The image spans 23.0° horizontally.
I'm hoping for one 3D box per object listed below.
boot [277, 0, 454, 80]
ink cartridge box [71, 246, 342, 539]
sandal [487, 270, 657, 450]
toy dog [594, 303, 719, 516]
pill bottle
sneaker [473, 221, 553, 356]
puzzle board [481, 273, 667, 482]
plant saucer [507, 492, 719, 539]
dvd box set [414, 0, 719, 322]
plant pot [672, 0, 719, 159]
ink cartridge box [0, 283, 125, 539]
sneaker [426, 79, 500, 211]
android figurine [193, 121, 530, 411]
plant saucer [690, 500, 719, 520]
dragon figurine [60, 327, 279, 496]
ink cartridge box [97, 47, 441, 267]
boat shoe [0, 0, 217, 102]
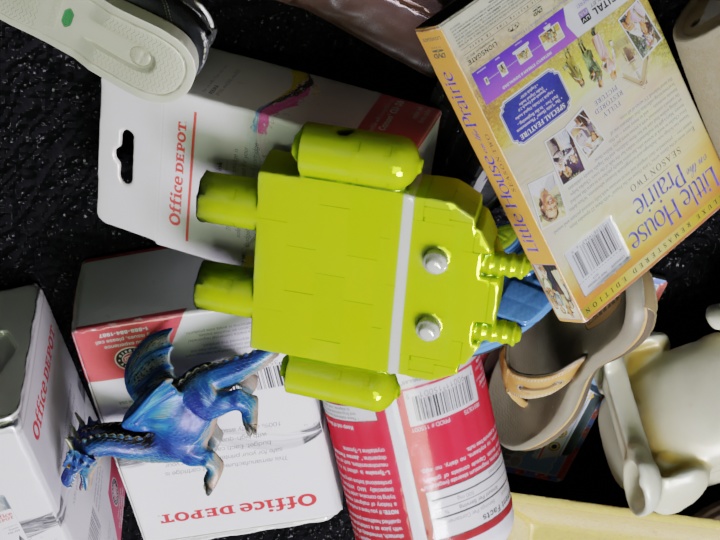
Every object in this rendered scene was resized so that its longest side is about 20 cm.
[{"bbox_3d":[0.023,-0.204,1.016,0.199,0.064,0.187,22,136,-16],"label":"boot"},{"bbox_3d":[-0.100,0.082,1.214,0.146,0.083,0.201,-9,127,4],"label":"ink cartridge box"},{"bbox_3d":[0.126,0.052,1.167,0.054,0.081,0.200,-3,151,-28],"label":"sandal"},{"bbox_3d":[0.269,0.098,1.216,0.199,0.140,0.194,-13,149,0],"label":"toy dog"},{"bbox_3d":[0.042,0.134,1.203,0.112,0.112,0.201,-12,103,5],"label":"pill bottle"},{"bbox_3d":[0.116,-0.012,1.117,0.200,0.071,0.083,-45,161,-19],"label":"sneaker"},{"bbox_3d":[0.112,0.068,1.261,0.150,0.017,0.201,13,126,-13],"label":"puzzle board"},{"bbox_3d":[0.183,0.261,1.251,0.199,0.048,0.201,6,96,20],"label":"plant saucer"},{"bbox_3d":[0.132,-0.092,1.047,0.146,0.029,0.201,-38,110,-25],"label":"dvd box set"},{"bbox_3d":[0.284,-0.097,1.063,0.187,0.188,0.200,-38,106,23],"label":"plant pot"},{"bbox_3d":[-0.230,0.133,1.204,0.084,0.146,0.201,-10,127,5],"label":"ink cartridge box"},{"bbox_3d":[0.075,-0.054,1.130,0.087,0.076,0.200,-18,154,-32],"label":"sneaker"},{"bbox_3d":[0.000,0.000,1.037,0.199,0.041,0.183,12,121,9],"label":"android figurine"},{"bbox_3d":[0.259,0.268,1.342,0.199,0.029,0.201,-22,125,-36],"label":"plant saucer"},{"bbox_3d":[-0.118,0.079,1.122,0.099,0.059,0.200,24,123,-19],"label":"dragon figurine"},{"bbox_3d":[-0.060,-0.063,1.092,0.199,0.068,0.117,17,126,11],"label":"ink cartridge box"},{"bbox_3d":[-0.174,-0.176,1.029,0.199,0.068,0.072,33,134,-9],"label":"boat shoe"}]
